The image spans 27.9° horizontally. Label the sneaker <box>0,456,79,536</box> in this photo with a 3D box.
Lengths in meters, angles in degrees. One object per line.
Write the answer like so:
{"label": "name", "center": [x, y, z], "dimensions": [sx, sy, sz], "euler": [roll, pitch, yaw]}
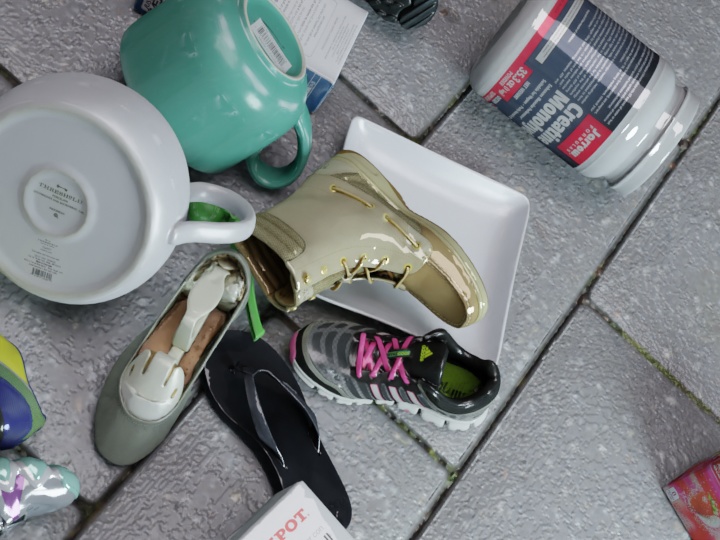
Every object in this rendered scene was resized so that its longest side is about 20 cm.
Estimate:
{"label": "sneaker", "center": [-0.301, 0.214, 1.056], "dimensions": [0.198, 0.078, 0.141], "euler": [-4, 69, -16]}

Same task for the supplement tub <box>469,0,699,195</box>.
{"label": "supplement tub", "center": [0.222, -0.184, 1.448], "dimensions": [0.199, 0.140, 0.141], "euler": [37, 56, -4]}

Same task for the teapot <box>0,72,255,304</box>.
{"label": "teapot", "center": [-0.216, -0.076, 1.186], "dimensions": [0.201, 0.196, 0.146], "euler": [62, 22, -12]}

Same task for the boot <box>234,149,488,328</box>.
{"label": "boot", "center": [0.000, 0.000, 1.249], "dimensions": [0.200, 0.073, 0.155], "euler": [47, 51, 10]}

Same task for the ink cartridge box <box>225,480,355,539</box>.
{"label": "ink cartridge box", "center": [-0.040, 0.287, 1.121], "dimensions": [0.145, 0.084, 0.200], "euler": [-41, 87, -24]}

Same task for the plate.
{"label": "plate", "center": [0.053, -0.023, 1.356], "dimensions": [0.199, 0.032, 0.201], "euler": [23, 58, -13]}

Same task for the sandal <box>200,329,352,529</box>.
{"label": "sandal", "center": [-0.064, 0.132, 1.219], "dimensions": [0.076, 0.043, 0.201], "euler": [-27, 80, -33]}

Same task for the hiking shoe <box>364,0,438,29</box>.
{"label": "hiking shoe", "center": [-0.005, -0.318, 1.460], "dimensions": [0.199, 0.075, 0.087], "euler": [35, 33, -5]}

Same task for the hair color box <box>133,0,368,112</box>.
{"label": "hair color box", "center": [-0.103, -0.247, 1.374], "dimensions": [0.199, 0.061, 0.100], "euler": [30, 57, -10]}

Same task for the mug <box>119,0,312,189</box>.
{"label": "mug", "center": [-0.108, -0.173, 1.275], "dimensions": [0.185, 0.114, 0.153], "euler": [24, 44, -53]}

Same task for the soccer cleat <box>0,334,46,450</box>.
{"label": "soccer cleat", "center": [-0.315, 0.053, 1.142], "dimensions": [0.084, 0.065, 0.201], "euler": [-6, 61, -59]}

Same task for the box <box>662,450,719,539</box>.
{"label": "box", "center": [0.385, 0.254, 1.337], "dimensions": [0.095, 0.100, 0.201], "euler": [-23, 78, -32]}

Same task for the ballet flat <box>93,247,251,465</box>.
{"label": "ballet flat", "center": [-0.154, 0.064, 1.178], "dimensions": [0.067, 0.064, 0.201], "euler": [31, 68, 0]}

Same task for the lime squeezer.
{"label": "lime squeezer", "center": [-0.135, -0.030, 1.270], "dimensions": [0.071, 0.038, 0.200], "euler": [-40, 82, -20]}

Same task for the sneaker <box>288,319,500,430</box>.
{"label": "sneaker", "center": [0.038, 0.081, 1.265], "dimensions": [0.199, 0.087, 0.074], "euler": [19, 59, -15]}
